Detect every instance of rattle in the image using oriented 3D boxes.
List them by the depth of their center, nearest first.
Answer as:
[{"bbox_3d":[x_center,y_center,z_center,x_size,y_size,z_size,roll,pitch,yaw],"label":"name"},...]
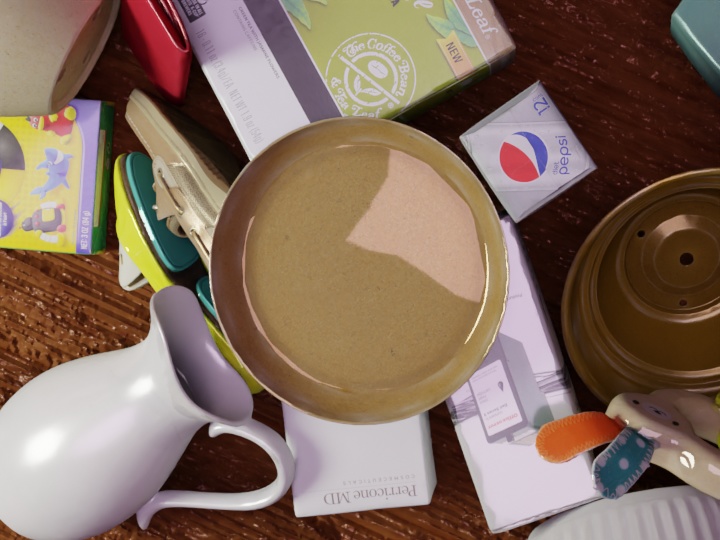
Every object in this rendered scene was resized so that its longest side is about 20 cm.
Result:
[{"bbox_3d":[0.226,0.078,1.087,0.200,0.130,0.143,17,125,-25],"label":"rattle"}]

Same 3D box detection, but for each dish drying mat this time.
[{"bbox_3d":[-0.139,-0.161,1.167,0.018,0.200,0.077,-30,89,-10],"label":"dish drying mat"}]

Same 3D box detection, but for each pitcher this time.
[{"bbox_3d":[-0.160,0.130,1.216,0.200,0.121,0.172,-35,97,23],"label":"pitcher"}]

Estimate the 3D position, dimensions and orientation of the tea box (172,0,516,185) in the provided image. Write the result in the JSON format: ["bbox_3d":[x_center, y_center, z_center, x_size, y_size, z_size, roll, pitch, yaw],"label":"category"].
[{"bbox_3d":[-0.022,-0.189,1.183,0.197,0.134,0.200,-30,90,5],"label":"tea box"}]

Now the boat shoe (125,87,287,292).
[{"bbox_3d":[-0.119,-0.055,1.201,0.065,0.071,0.200,-49,54,13],"label":"boat shoe"}]

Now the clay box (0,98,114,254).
[{"bbox_3d":[-0.287,-0.076,1.261,0.200,0.048,0.115,4,94,5],"label":"clay box"}]

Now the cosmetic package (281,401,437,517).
[{"bbox_3d":[-0.007,0.070,1.231,0.101,0.071,0.200,-7,94,6],"label":"cosmetic package"}]

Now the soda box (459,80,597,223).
[{"bbox_3d":[0.112,-0.080,1.144,0.063,0.200,0.068,-34,91,6],"label":"soda box"}]

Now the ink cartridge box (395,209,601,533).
[{"bbox_3d":[0.098,0.065,1.183,0.084,0.146,0.200,-19,93,6],"label":"ink cartridge box"}]

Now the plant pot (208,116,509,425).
[{"bbox_3d":[0.000,0.000,1.106,0.200,0.027,0.200,1,96,13],"label":"plant pot"}]

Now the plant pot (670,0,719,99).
[{"bbox_3d":[0.316,-0.143,1.153,0.200,0.141,0.141,40,97,7],"label":"plant pot"}]

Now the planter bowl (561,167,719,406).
[{"bbox_3d":[0.234,0.007,1.183,0.200,0.083,0.201,-1,115,-1],"label":"planter bowl"}]

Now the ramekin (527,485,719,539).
[{"bbox_3d":[0.201,0.220,1.160,0.200,0.200,0.105,-11,66,6],"label":"ramekin"}]

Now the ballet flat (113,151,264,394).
[{"bbox_3d":[-0.137,0.011,1.247,0.067,0.067,0.200,-33,92,25],"label":"ballet flat"}]

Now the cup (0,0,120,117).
[{"bbox_3d":[-0.251,-0.186,1.177,0.143,0.200,0.201,28,96,0],"label":"cup"}]
